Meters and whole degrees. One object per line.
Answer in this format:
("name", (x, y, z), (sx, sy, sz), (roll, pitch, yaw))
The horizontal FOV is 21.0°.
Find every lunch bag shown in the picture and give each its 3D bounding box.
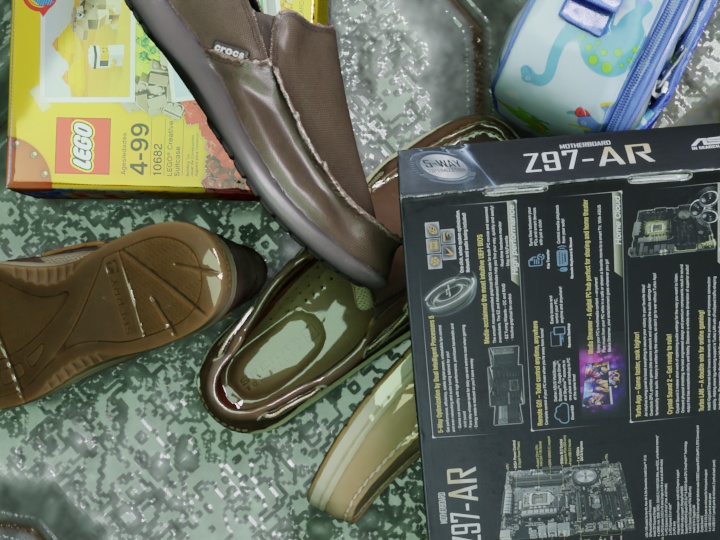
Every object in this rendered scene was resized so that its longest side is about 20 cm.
("lunch bag", (0.129, -0.150, 0.887), (0.082, 0.161, 0.201), (25, 89, 5))

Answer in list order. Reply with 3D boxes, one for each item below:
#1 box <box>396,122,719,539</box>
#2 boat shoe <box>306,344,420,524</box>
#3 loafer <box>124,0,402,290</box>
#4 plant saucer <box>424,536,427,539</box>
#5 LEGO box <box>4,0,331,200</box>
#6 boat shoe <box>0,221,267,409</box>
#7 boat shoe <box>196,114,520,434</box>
("box", (0.101, 0.040, 0.855), (0.158, 0.044, 0.202), (-5, 119, 2))
("boat shoe", (0.058, 0.052, 0.928), (0.069, 0.074, 0.200), (42, 92, 8))
("loafer", (-0.037, -0.083, 0.861), (0.071, 0.073, 0.201), (-35, 86, 2))
("plant saucer", (0.113, 0.187, 0.937), (0.198, 0.035, 0.202), (0, 87, 3))
("LEGO box", (-0.089, -0.136, 0.944), (0.147, 0.077, 0.202), (1, 88, 3))
("boat shoe", (-0.136, 0.020, 0.946), (0.198, 0.072, 0.073), (-18, 85, 25))
("boat shoe", (0.004, 0.005, 0.933), (0.075, 0.075, 0.202), (44, 91, 4))
